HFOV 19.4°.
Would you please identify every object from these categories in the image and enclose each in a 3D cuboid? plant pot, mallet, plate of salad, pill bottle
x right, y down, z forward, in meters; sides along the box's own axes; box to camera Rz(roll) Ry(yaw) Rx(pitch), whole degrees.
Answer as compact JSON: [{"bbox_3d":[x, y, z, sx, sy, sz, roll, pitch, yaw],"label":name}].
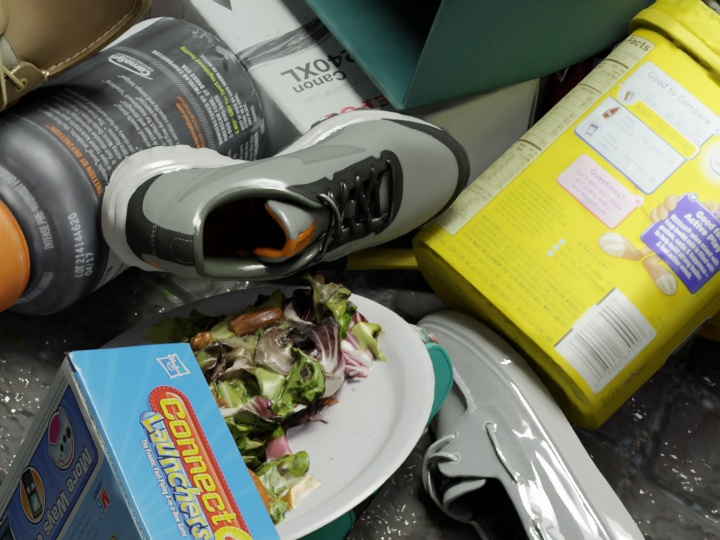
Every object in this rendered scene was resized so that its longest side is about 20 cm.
[{"bbox_3d":[0.084,-0.192,1.122,0.199,0.142,0.141,-10,48,-36],"label":"plant pot"},{"bbox_3d":[0.000,0.000,1.155,0.199,0.041,0.066,-4,49,-28],"label":"mallet"},{"bbox_3d":[-0.065,0.061,0.981,0.199,0.048,0.200,-11,34,7],"label":"plate of salad"},{"bbox_3d":[-0.144,-0.046,1.058,0.106,0.106,0.200,40,42,11],"label":"pill bottle"}]

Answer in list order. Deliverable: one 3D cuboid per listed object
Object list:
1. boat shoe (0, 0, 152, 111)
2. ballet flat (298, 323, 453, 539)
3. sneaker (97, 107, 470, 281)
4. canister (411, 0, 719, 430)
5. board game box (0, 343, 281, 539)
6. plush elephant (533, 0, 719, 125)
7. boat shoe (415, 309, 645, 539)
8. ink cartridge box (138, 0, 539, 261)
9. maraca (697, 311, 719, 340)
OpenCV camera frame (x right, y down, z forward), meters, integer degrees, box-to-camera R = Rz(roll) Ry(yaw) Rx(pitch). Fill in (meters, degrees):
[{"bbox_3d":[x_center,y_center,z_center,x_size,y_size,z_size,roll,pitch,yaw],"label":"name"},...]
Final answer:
[{"bbox_3d":[-0.187,-0.098,0.985,0.066,0.199,0.074,-101,165,-58],"label":"boat shoe"},{"bbox_3d":[-0.026,0.097,1.023,0.064,0.076,0.200,9,39,36],"label":"ballet flat"},{"bbox_3d":[-0.025,-0.029,1.027,0.199,0.074,0.079,-13,26,-33],"label":"sneaker"},{"bbox_3d":[0.144,-0.032,1.113,0.200,0.087,0.149,-42,67,-10],"label":"canister"},{"bbox_3d":[-0.088,0.167,0.816,0.056,0.200,0.196,-5,53,-35],"label":"board game box"},{"bbox_3d":[0.131,-0.153,1.285,0.164,0.155,0.200,32,42,1],"label":"plush elephant"},{"bbox_3d":[0.069,0.105,1.072,0.068,0.072,0.200,-19,62,-27],"label":"boat shoe"},{"bbox_3d":[-0.015,-0.116,1.178,0.145,0.084,0.200,-22,53,-26],"label":"ink cartridge box"},{"bbox_3d":[0.229,-0.013,1.239,0.199,0.107,0.137,13,37,-43],"label":"maraca"}]
